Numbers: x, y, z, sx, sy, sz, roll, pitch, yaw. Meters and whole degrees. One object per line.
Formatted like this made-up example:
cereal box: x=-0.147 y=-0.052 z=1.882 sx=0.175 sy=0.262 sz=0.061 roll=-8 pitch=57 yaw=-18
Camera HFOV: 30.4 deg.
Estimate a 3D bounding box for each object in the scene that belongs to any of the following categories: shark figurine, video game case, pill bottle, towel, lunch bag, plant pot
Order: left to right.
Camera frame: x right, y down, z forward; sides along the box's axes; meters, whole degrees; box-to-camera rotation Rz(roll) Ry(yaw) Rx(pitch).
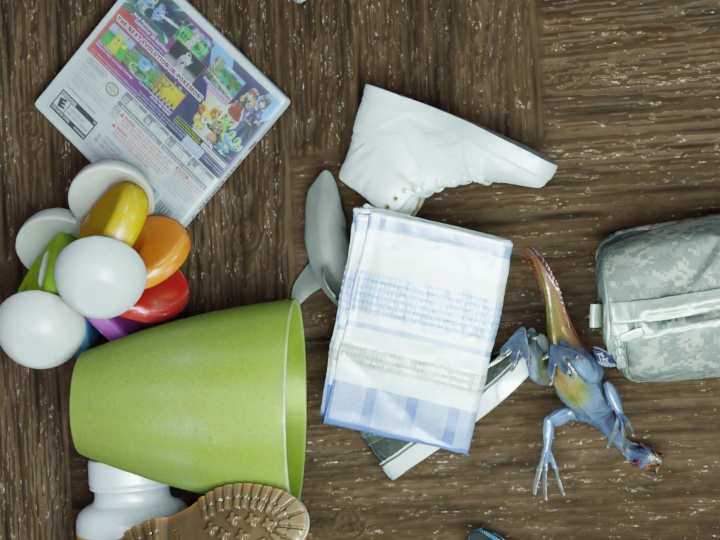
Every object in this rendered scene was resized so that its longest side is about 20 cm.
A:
pill bottle: x=-0.215 y=0.279 z=1.271 sx=0.109 sy=0.111 sz=0.203 roll=-3 pitch=90 yaw=12
video game case: x=-0.196 y=-0.165 z=1.305 sx=0.200 sy=0.023 sz=0.183 roll=44 pitch=99 yaw=9
plant pot: x=-0.155 y=0.120 z=1.202 sx=0.197 sy=0.187 sz=0.190 roll=0 pitch=91 yaw=4
shark figurine: x=0.006 y=0.022 z=1.232 sx=0.214 sy=0.089 sz=0.129 roll=39 pitch=101 yaw=9
towel: x=0.048 y=0.052 z=1.177 sx=0.145 sy=0.024 sz=0.203 roll=11 pitch=100 yaw=5
lunch bag: x=0.295 y=0.021 z=1.127 sx=0.197 sy=0.168 sz=0.141 roll=-9 pitch=89 yaw=12

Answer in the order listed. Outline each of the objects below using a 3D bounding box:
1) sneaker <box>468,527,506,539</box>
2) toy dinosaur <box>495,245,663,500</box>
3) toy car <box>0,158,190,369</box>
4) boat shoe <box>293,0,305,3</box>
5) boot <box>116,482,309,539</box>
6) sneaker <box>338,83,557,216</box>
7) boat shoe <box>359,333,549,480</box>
sneaker: x=0.077 y=0.330 z=1.234 sx=0.082 sy=0.073 sz=0.200 roll=43 pitch=89 yaw=11
toy dinosaur: x=0.209 y=0.103 z=1.164 sx=0.104 sy=0.181 sz=0.203 roll=-1 pitch=70 yaw=41
toy car: x=-0.242 y=0.010 z=1.258 sx=0.199 sy=0.176 sz=0.150 roll=-37 pitch=123 yaw=26
boat shoe: x=-0.106 y=-0.343 z=1.267 sx=0.200 sy=0.074 sz=0.067 roll=44 pitch=84 yaw=-1
boot: x=-0.112 y=0.240 z=1.167 sx=0.198 sy=0.107 sz=0.076 roll=-19 pitch=63 yaw=28
sneaker: x=0.076 y=-0.086 z=1.226 sx=0.198 sy=0.074 sz=0.117 roll=23 pitch=97 yaw=21
boat shoe: x=0.086 y=0.112 z=1.222 sx=0.199 sy=0.071 sz=0.064 roll=-39 pitch=87 yaw=12
